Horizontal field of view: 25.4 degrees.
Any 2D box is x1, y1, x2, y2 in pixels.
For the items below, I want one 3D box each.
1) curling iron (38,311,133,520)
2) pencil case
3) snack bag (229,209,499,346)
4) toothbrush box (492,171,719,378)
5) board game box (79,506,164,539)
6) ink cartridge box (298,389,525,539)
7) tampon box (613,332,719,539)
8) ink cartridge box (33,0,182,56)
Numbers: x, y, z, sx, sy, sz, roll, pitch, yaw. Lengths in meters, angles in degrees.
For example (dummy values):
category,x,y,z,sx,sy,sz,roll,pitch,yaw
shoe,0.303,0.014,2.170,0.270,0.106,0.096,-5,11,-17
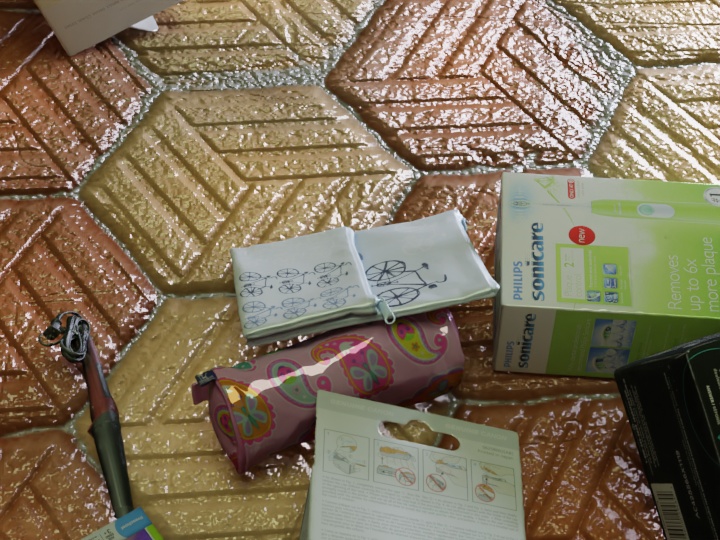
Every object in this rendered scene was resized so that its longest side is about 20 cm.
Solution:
category,x,y,z,sx,sy,sz,roll,pitch,yaw
curling iron,-0.201,0.111,1.197,0.049,0.026,0.200,14,40,-42
pencil case,-0.022,0.081,1.195,0.199,0.088,0.088,-19,52,-16
snack bag,0.000,0.000,1.242,0.199,0.021,0.189,-11,21,-3
toothbrush box,0.207,0.006,1.268,0.199,0.086,0.146,3,48,3
board game box,-0.196,0.262,1.055,0.200,0.045,0.134,-28,55,-24
ink cartridge box,0.036,0.188,1.104,0.162,0.057,0.200,13,39,-12
tampon box,0.308,0.106,1.118,0.199,0.126,0.150,-15,85,-16
ink cartridge box,-0.259,-0.308,1.468,0.125,0.200,0.129,-26,52,-1
